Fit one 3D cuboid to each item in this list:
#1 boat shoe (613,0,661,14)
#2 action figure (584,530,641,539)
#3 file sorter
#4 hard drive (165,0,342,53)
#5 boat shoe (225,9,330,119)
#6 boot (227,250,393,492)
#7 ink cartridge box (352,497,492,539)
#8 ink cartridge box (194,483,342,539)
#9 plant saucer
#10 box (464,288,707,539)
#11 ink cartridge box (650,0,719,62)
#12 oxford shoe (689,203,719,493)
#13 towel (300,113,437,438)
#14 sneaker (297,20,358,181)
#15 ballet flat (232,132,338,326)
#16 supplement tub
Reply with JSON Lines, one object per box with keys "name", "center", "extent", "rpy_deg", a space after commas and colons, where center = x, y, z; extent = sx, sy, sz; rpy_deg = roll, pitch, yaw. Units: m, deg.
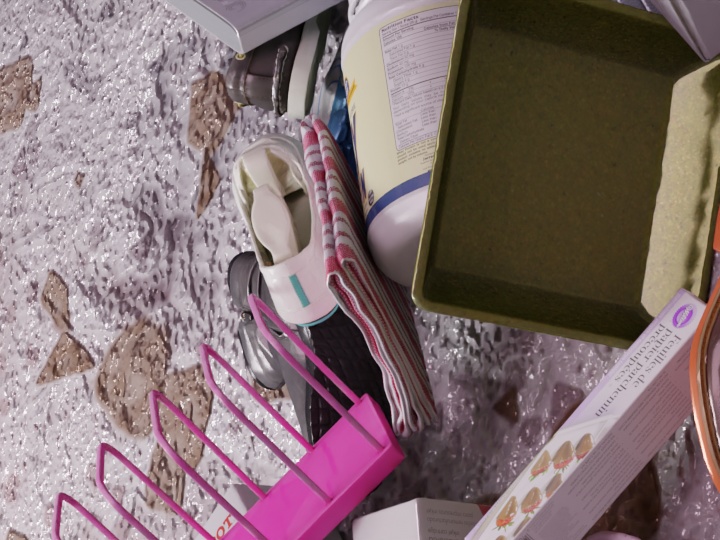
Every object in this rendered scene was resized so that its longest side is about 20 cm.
{"name": "boat shoe", "center": [0.152, -0.214, 1.349], "extent": [0.062, 0.071, 0.201], "rpy_deg": [92, 161, -56]}
{"name": "action figure", "center": [0.105, 0.247, 1.166], "extent": [0.134, 0.199, 0.150], "rpy_deg": [-9, 96, 66]}
{"name": "file sorter", "center": [-0.092, 0.132, 1.345], "extent": [0.200, 0.125, 0.139], "rpy_deg": [-45, 12, 2]}
{"name": "hard drive", "center": [-0.035, -0.229, 1.487], "extent": [0.132, 0.199, 0.026], "rpy_deg": [38, 151, 48]}
{"name": "boat shoe", "center": [-0.056, -0.170, 1.509], "extent": [0.201, 0.060, 0.072], "rpy_deg": [-80, -3, -64]}
{"name": "boot", "center": [-0.038, 0.073, 1.502], "extent": [0.132, 0.069, 0.202], "rpy_deg": [-26, 69, 61]}
{"name": "ink cartridge box", "center": [0.064, 0.249, 1.283], "extent": [0.067, 0.116, 0.201], "rpy_deg": [-23, 65, 45]}
{"name": "ink cartridge box", "center": [-0.057, 0.269, 1.448], "extent": [0.146, 0.084, 0.200], "rpy_deg": [-56, 45, 24]}
{"name": "plant saucer", "center": [0.122, -0.061, 1.239], "extent": [0.048, 0.199, 0.201], "rpy_deg": [3, 82, 64]}
{"name": "box", "center": [0.144, 0.102, 1.223], "extent": [0.200, 0.041, 0.039], "rpy_deg": [-50, 30, 0]}
{"name": "ink cartridge box", "center": [0.200, -0.242, 1.232], "extent": [0.144, 0.084, 0.200], "rpy_deg": [-36, 49, 5]}
{"name": "oxford shoe", "center": [0.235, 0.034, 1.170], "extent": [0.072, 0.071, 0.202], "rpy_deg": [-1, 79, 45]}
{"name": "towel", "center": [0.000, 0.000, 1.369], "extent": [0.030, 0.147, 0.200], "rpy_deg": [-22, 33, 7]}
{"name": "sneaker", "center": [-0.008, -0.125, 1.505], "extent": [0.087, 0.075, 0.201], "rpy_deg": [33, 106, 55]}
{"name": "ballet flat", "center": [-0.056, -0.047, 1.425], "extent": [0.070, 0.069, 0.201], "rpy_deg": [-53, 33, 27]}
{"name": "supplement tub", "center": [0.064, -0.102, 1.351], "extent": [0.145, 0.144, 0.201], "rpy_deg": [-31, 58, 42]}
